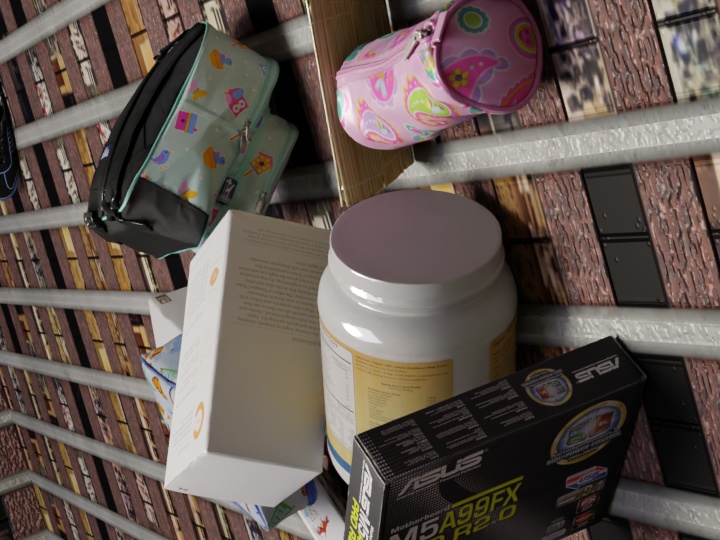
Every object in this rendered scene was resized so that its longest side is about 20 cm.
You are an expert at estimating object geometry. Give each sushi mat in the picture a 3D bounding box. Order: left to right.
[{"bbox_3d":[-0.003,-0.155,1.255,0.012,0.096,0.201,3,113,33],"label":"sushi mat"}]

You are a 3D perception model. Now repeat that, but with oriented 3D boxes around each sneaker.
[{"bbox_3d":[-0.556,-0.200,2.543,0.078,0.070,0.201,-156,52,-70],"label":"sneaker"}]

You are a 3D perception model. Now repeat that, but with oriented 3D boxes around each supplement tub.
[{"bbox_3d":[0.043,0.058,1.241,0.145,0.144,0.201,45,146,47],"label":"supplement tub"}]

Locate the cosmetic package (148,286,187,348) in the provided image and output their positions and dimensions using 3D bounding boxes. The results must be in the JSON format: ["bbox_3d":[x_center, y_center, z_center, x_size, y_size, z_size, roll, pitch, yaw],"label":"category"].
[{"bbox_3d":[-0.176,0.127,1.908,0.102,0.074,0.201,39,140,52],"label":"cosmetic package"}]

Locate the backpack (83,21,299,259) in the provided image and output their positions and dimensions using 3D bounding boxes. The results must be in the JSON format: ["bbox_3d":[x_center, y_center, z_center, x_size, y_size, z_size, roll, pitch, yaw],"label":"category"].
[{"bbox_3d":[-0.143,-0.113,1.512,0.176,0.153,0.201,161,127,-70],"label":"backpack"}]

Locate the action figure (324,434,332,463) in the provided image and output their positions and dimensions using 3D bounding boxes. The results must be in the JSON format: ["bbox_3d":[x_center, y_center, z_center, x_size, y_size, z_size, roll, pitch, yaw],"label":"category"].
[{"bbox_3d":[-0.075,0.085,1.639,0.200,0.099,0.065,36,170,19],"label":"action figure"}]

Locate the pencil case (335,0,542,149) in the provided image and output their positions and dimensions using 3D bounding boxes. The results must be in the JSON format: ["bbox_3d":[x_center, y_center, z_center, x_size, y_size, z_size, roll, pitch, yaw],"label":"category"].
[{"bbox_3d":[0.049,-0.134,1.150,0.200,0.087,0.088,-9,99,70],"label":"pencil case"}]

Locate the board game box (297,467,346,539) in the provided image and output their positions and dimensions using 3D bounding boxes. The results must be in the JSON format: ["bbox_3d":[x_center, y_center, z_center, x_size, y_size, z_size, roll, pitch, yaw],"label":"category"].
[{"bbox_3d":[-0.024,0.244,1.621,0.200,0.035,0.126,53,180,37],"label":"board game box"}]

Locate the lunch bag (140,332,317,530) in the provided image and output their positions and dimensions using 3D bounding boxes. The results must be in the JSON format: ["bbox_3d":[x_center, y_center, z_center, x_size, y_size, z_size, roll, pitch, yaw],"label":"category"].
[{"bbox_3d":[-0.121,0.145,1.559,0.200,0.075,0.161,30,147,56],"label":"lunch bag"}]

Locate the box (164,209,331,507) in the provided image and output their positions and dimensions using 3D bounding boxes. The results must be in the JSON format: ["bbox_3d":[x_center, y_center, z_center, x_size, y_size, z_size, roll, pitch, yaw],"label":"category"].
[{"bbox_3d":[-0.086,0.072,1.355,0.124,0.097,0.201,136,142,-61],"label":"box"}]

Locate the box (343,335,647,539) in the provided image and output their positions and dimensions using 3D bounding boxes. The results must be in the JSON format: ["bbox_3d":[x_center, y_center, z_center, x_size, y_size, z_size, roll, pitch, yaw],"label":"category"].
[{"bbox_3d":[0.085,0.140,1.132,0.044,0.199,0.161,54,152,35],"label":"box"}]
